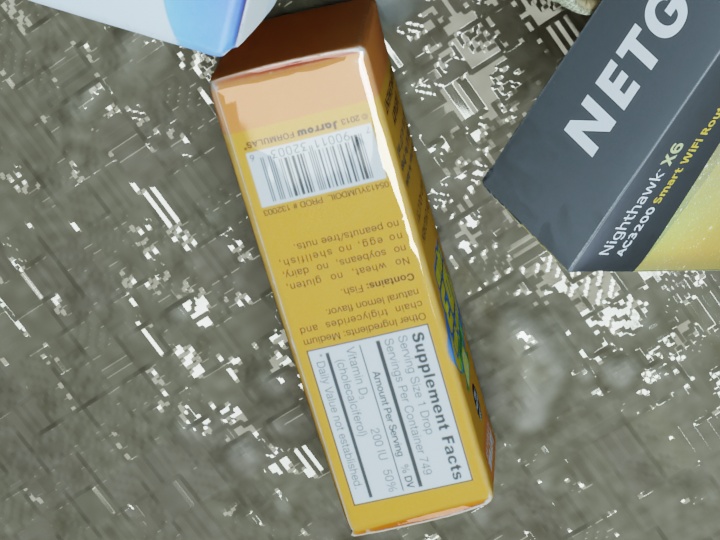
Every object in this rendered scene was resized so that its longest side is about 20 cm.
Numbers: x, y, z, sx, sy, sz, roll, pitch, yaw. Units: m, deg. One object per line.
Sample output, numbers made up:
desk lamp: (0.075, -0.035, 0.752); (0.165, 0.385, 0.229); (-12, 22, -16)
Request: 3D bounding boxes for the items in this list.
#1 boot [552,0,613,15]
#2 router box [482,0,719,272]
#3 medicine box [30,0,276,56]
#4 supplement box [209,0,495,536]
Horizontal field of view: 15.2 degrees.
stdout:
boot: (0.036, -0.197, 0.930); (0.072, 0.154, 0.201); (-22, 123, -31)
router box: (0.153, -0.091, 0.961); (0.052, 0.157, 0.200); (47, 117, 28)
medicine box: (-0.104, -0.193, 0.882); (0.199, 0.103, 0.183); (17, 113, 4)
supplement box: (0.000, 0.000, 1.070); (0.068, 0.067, 0.201); (-11, 112, 9)
